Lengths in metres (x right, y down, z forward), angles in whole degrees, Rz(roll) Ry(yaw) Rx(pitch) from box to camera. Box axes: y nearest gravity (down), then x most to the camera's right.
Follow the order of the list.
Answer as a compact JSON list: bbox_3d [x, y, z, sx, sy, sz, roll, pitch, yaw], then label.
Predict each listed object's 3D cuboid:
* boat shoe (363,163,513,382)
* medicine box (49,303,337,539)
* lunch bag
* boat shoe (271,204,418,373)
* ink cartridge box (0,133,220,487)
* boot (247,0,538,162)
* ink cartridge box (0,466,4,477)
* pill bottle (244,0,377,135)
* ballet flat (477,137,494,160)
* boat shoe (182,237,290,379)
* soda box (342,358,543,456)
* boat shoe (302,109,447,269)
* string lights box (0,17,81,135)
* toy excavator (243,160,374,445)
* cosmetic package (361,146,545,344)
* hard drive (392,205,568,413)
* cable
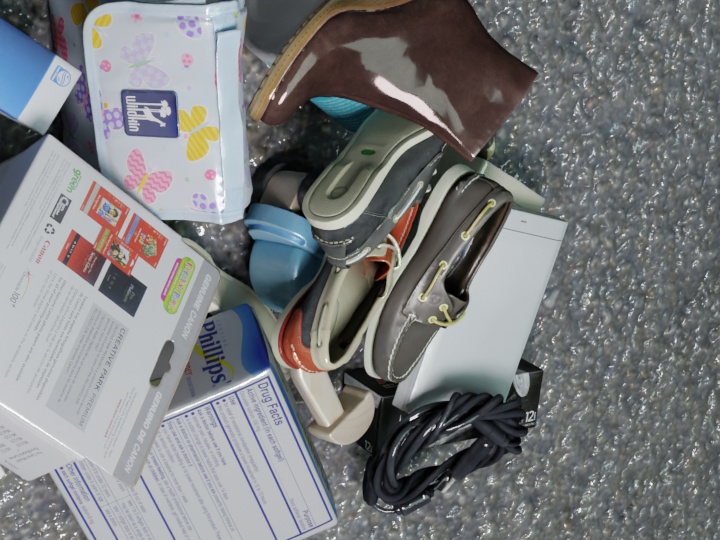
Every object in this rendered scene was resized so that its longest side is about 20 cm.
[{"bbox_3d":[0.066,0.011,1.445,0.072,0.060,0.202,7,109,-59],"label":"boat shoe"},{"bbox_3d":[-0.144,0.157,1.404,0.199,0.103,0.183,-23,126,-2],"label":"medicine box"},{"bbox_3d":[-0.154,-0.137,1.276,0.127,0.200,0.171,-16,116,-32],"label":"lunch bag"},{"bbox_3d":[0.000,0.000,1.383,0.071,0.062,0.201,48,61,-30],"label":"boat shoe"},{"bbox_3d":[-0.215,0.039,1.206,0.175,0.084,0.201,39,53,-25],"label":"ink cartridge box"},{"bbox_3d":[0.028,-0.143,1.304,0.166,0.072,0.200,43,69,-2],"label":"boot"},{"bbox_3d":[-0.369,0.089,1.231,0.083,0.146,0.201,-44,128,-23],"label":"ink cartridge box"},{"bbox_3d":[-0.004,-0.184,1.428,0.200,0.111,0.111,37,83,-39],"label":"pill bottle"},{"bbox_3d":[0.085,-0.182,1.526,0.057,0.066,0.201,-46,129,-27],"label":"ballet flat"},{"bbox_3d":[-0.127,0.043,1.452,0.059,0.072,0.200,-22,142,18],"label":"boat shoe"},{"bbox_3d":[0.079,0.126,1.628,0.199,0.071,0.064,-7,112,-34],"label":"soda box"},{"bbox_3d":[0.030,-0.086,1.369,0.200,0.072,0.068,-49,133,-26],"label":"boat shoe"},{"bbox_3d":[-0.309,-0.178,1.207,0.200,0.103,0.059,34,86,-40],"label":"string lights box"},{"bbox_3d":[-0.039,0.030,1.471,0.194,0.100,0.201,33,78,-38],"label":"toy excavator"},{"bbox_3d":[0.073,-0.007,1.563,0.103,0.087,0.201,29,89,-44],"label":"cosmetic package"},{"bbox_3d":[0.111,0.038,1.536,0.131,0.027,0.201,10,103,-45],"label":"hard drive"},{"bbox_3d":[0.081,0.167,1.539,0.162,0.051,0.200,-16,154,-12],"label":"cable"}]
